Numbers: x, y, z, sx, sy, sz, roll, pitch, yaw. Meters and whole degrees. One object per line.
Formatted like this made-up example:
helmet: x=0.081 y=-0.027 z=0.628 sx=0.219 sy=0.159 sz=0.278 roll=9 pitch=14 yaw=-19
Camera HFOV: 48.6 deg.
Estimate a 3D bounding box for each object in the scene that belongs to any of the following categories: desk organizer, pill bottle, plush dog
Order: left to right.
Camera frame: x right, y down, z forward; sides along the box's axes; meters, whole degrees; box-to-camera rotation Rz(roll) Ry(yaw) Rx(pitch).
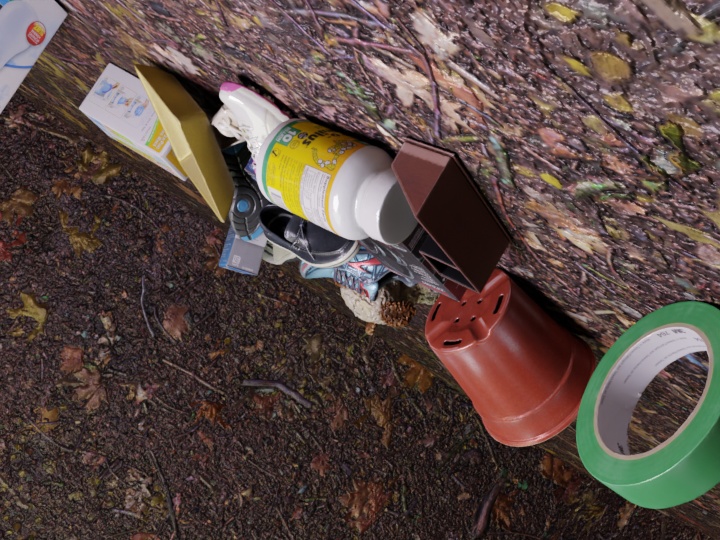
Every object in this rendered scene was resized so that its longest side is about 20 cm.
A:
pill bottle: x=-0.024 y=-0.104 z=0.956 sx=0.198 sy=0.114 sz=0.113 roll=27 pitch=171 yaw=37
plush dog: x=0.024 y=0.041 z=1.383 sx=0.198 sy=0.162 sz=0.171 roll=32 pitch=-171 yaw=15
desk organizer: x=0.096 y=-0.057 z=0.900 sx=0.071 sy=0.078 sz=0.200 roll=26 pitch=169 yaw=37

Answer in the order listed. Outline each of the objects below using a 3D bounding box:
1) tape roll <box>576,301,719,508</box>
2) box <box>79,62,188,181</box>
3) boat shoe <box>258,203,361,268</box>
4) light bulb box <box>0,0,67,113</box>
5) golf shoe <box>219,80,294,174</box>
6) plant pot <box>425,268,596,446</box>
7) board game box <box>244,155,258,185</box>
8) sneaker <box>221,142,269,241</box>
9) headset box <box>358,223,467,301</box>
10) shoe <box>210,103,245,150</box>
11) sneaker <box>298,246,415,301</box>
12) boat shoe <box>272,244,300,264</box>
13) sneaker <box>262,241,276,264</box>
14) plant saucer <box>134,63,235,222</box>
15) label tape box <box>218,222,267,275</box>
tape roll: x=0.297 y=0.128 z=0.776 sx=0.048 sy=0.202 sz=0.200 roll=33 pitch=172 yaw=-15
box: x=-0.378 y=-0.263 z=1.419 sx=0.198 sy=0.102 sz=0.113 roll=30 pitch=172 yaw=18
boat shoe: x=-0.082 y=-0.057 z=1.192 sx=0.198 sy=0.075 sz=0.062 roll=20 pitch=159 yaw=40
light bulb box: x=-0.575 y=-0.374 z=1.167 sx=0.124 sy=0.202 sz=0.198 roll=27 pitch=171 yaw=21
golf shoe: x=-0.117 y=-0.163 z=1.048 sx=0.199 sy=0.092 sz=0.075 roll=39 pitch=171 yaw=-33
plant pot: x=0.205 y=0.114 z=1.153 sx=0.195 sy=0.202 sz=0.200 roll=45 pitch=167 yaw=-27
board game box: x=-0.080 y=-0.113 z=1.312 sx=0.198 sy=0.062 sz=0.200 roll=32 pitch=173 yaw=5
sneaker: x=-0.204 y=-0.150 z=1.340 sx=0.082 sy=0.072 sz=0.203 roll=35 pitch=138 yaw=57
headset box: x=0.067 y=-0.045 z=1.096 sx=0.148 sy=0.078 sz=0.200 roll=25 pitch=168 yaw=42
shoe: x=-0.182 y=-0.208 z=1.159 sx=0.069 sy=0.054 sz=0.200 roll=35 pitch=172 yaw=-18
sneaker: x=0.000 y=0.000 z=1.231 sx=0.196 sy=0.097 sz=0.079 roll=-9 pitch=165 yaw=9
boat shoe: x=-0.108 y=-0.046 z=1.355 sx=0.066 sy=0.073 sz=0.200 roll=2 pitch=-178 yaw=-20
sneaker: x=-0.117 y=-0.098 z=1.497 sx=0.080 sy=0.117 sz=0.198 roll=34 pitch=143 yaw=-29
plant saucer: x=-0.259 y=-0.203 z=1.217 sx=0.200 sy=0.048 sz=0.202 roll=49 pitch=164 yaw=41
label tape box: x=-0.197 y=-0.097 z=1.451 sx=0.062 sy=0.203 sz=0.144 roll=16 pitch=176 yaw=-15
